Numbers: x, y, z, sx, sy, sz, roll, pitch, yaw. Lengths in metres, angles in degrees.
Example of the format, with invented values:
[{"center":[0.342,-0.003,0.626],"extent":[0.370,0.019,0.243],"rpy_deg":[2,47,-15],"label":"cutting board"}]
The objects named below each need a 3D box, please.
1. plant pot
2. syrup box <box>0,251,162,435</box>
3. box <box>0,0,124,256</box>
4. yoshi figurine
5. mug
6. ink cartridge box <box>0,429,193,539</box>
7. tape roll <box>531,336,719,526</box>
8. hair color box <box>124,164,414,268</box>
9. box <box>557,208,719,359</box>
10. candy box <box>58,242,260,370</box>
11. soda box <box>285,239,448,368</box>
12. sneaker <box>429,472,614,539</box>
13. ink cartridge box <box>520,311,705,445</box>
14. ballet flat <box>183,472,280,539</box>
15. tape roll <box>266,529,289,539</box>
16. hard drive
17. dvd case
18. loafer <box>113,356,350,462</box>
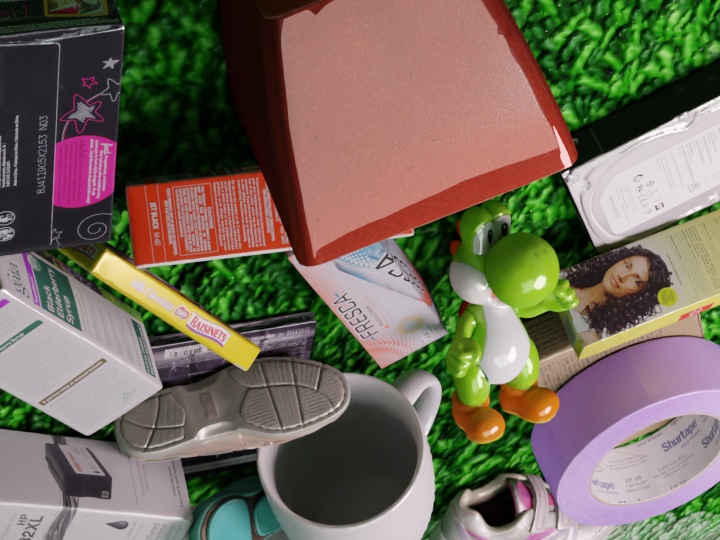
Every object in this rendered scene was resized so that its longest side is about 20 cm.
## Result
[{"center":[0.006,-0.156,1.318],"extent":[0.200,0.200,0.176],"rpy_deg":[-22,133,-2],"label":"plant pot"},{"center":[-0.246,0.044,1.515],"extent":[0.081,0.079,0.200],"rpy_deg":[-33,142,14],"label":"syrup box"},{"center":[-0.233,-0.116,1.294],"extent":[0.132,0.115,0.200],"rpy_deg":[-8,140,-17],"label":"box"},{"center":[0.123,0.044,1.639],"extent":[0.112,0.112,0.200],"rpy_deg":[0,116,13],"label":"yoshi figurine"},{"center":[0.009,0.174,1.768],"extent":[0.200,0.148,0.175],"rpy_deg":[-53,157,-19],"label":"mug"},{"center":[-0.266,0.217,1.701],"extent":[0.200,0.084,0.145],"rpy_deg":[10,133,-29],"label":"ink cartridge box"},{"center":[0.259,0.148,1.802],"extent":[0.200,0.066,0.200],"rpy_deg":[-14,142,-11],"label":"tape roll"},{"center":[-0.069,-0.046,1.441],"extent":[0.200,0.064,0.111],"rpy_deg":[-6,-175,-7],"label":"hair color box"},{"center":[0.266,0.005,1.694],"extent":[0.200,0.075,0.050],"rpy_deg":[-22,164,-6],"label":"box"},{"center":[-0.166,0.011,1.502],"extent":[0.026,0.102,0.200],"rpy_deg":[-57,140,-4],"label":"candy box"},{"center":[0.000,0.000,1.606],"extent":[0.068,0.064,0.200],"rpy_deg":[-29,144,8],"label":"soda box"},{"center":[0.172,0.246,1.988],"extent":[0.200,0.081,0.088],"rpy_deg":[-10,143,-18],"label":"sneaker"},{"center":[0.230,0.078,1.815],"extent":[0.165,0.075,0.200],"rpy_deg":[-25,143,0],"label":"ink cartridge box"},{"center":[-0.120,0.225,1.763],"extent":[0.070,0.067,0.200],"rpy_deg":[-6,-175,22],"label":"ballet flat"},{"center":[-0.063,0.316,1.849],"extent":[0.202,0.203,0.071],"rpy_deg":[-22,144,-1],"label":"tape roll"},{"center":[0.267,-0.098,1.648],"extent":[0.200,0.038,0.140],"rpy_deg":[-27,144,4],"label":"hard drive"},{"center":[-0.122,0.114,1.721],"extent":[0.148,0.016,0.200],"rpy_deg":[-9,141,-19],"label":"dvd case"},{"center":[-0.108,0.122,1.680],"extent":[0.200,0.072,0.063],"rpy_deg":[-11,159,-7],"label":"loafer"}]
